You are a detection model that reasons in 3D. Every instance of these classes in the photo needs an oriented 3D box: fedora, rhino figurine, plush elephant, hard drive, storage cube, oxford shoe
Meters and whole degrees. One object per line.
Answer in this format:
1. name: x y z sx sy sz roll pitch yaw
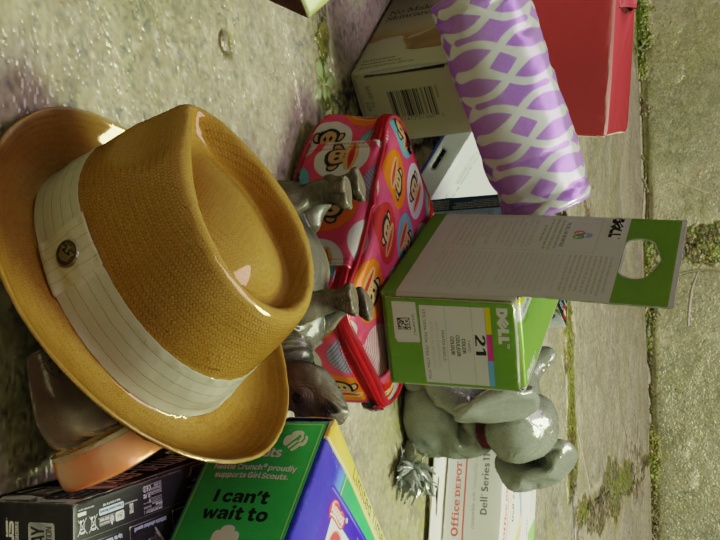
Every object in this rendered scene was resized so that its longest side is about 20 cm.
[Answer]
1. fedora: -0.081 -0.011 0.514 0.200 0.081 0.202 43 25 -25
2. rhino figurine: -0.039 0.025 0.682 0.060 0.086 0.203 52 31 -58
3. plush elephant: 0.120 0.122 1.006 0.165 0.153 0.202 61 34 -48
4. hard drive: 0.111 -0.103 1.088 0.133 0.025 0.200 -59 162 13
5. storage cube: 0.212 -0.249 1.231 0.171 0.197 0.183 -23 116 -67
6. oxford shoe: -0.106 0.042 0.569 0.074 0.071 0.200 65 15 -6

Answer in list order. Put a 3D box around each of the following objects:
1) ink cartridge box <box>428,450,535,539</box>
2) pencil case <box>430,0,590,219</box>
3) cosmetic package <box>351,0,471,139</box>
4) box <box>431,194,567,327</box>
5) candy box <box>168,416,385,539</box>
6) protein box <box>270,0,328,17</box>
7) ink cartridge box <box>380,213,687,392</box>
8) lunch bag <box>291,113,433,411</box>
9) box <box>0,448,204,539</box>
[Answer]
1. ink cartridge box: 0.133 0.251 1.142 0.200 0.066 0.119 41 51 -61
2. pencil case: 0.118 -0.137 0.859 0.085 0.083 0.203 -156 -134 -77
3. cosmetic package: 0.071 -0.205 0.987 0.201 0.104 0.072 -69 146 -48
4. box: 0.111 -0.002 1.022 0.200 0.135 0.038 53 39 -54
5. candy box: -0.048 0.205 0.553 0.201 0.076 0.170 -71 150 -42
6. protein box: -0.033 -0.292 0.583 0.198 0.134 0.201 -43 138 -16
7. ink cartridge box: 0.130 0.021 0.784 0.148 0.197 0.077 -52 140 -58
8. lunch bag: 0.000 0.000 0.830 0.177 0.081 0.202 66 32 -50
9. box: -0.108 0.181 0.573 0.200 0.049 0.160 -3 91 -68
